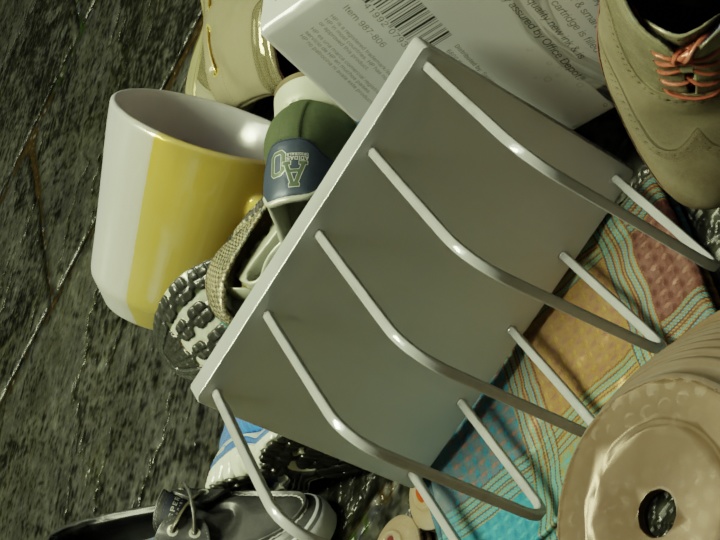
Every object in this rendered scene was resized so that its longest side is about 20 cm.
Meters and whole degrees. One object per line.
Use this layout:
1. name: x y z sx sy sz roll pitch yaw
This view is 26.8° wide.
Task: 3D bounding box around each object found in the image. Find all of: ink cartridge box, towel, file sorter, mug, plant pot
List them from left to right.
1. mug: -0.126 -0.031 1.097 0.187 0.149 0.153 -122 48 -64
2. file sorter: 0.045 0.027 0.688 0.200 0.139 0.125 -57 32 12
3. ink cartridge box: 0.075 -0.142 0.712 0.200 0.145 0.084 -28 40 28
4. towel: 0.096 0.061 0.736 0.200 0.022 0.147 -48 33 29
5. plant pot: 0.138 0.097 0.556 0.201 0.093 0.201 -26 56 47

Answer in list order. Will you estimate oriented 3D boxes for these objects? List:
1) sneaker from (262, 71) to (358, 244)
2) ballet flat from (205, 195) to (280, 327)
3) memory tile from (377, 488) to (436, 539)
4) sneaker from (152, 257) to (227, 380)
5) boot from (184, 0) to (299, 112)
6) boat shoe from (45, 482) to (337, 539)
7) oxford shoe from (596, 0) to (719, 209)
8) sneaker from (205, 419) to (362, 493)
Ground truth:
1. sneaker: 0.000 0.000 0.783 0.067 0.200 0.090 -12 40 21
2. ballet flat: -0.020 -0.044 0.883 0.200 0.068 0.075 -53 15 6
3. memory tile: 0.026 0.202 0.803 0.200 0.017 0.153 -63 29 15
4. sneaker: -0.049 0.002 0.984 0.200 0.089 0.077 -39 83 18
5. boot: -0.073 -0.219 1.181 0.155 0.073 0.201 -13 64 59
6. boat shoe: -0.113 0.165 0.944 0.200 0.066 0.070 -15 32 27
7. oxford shoe: 0.129 -0.096 0.628 0.070 0.200 0.075 -10 37 17
8. sneaker: -0.036 0.081 0.925 0.200 0.078 0.089 -31 50 52
